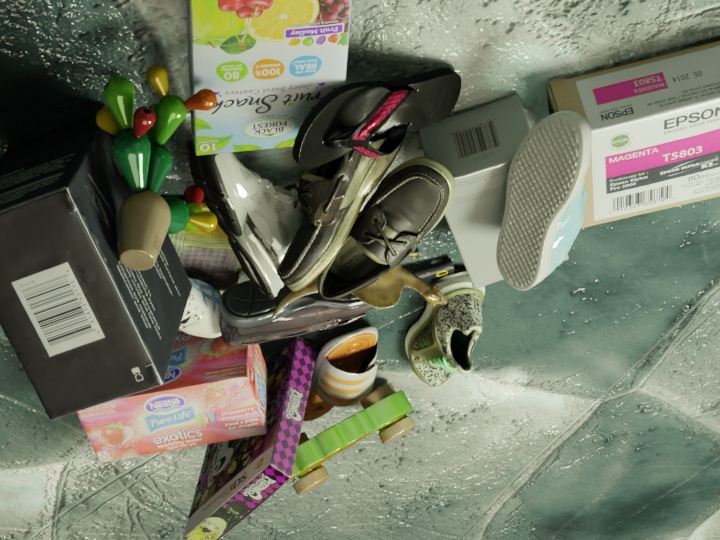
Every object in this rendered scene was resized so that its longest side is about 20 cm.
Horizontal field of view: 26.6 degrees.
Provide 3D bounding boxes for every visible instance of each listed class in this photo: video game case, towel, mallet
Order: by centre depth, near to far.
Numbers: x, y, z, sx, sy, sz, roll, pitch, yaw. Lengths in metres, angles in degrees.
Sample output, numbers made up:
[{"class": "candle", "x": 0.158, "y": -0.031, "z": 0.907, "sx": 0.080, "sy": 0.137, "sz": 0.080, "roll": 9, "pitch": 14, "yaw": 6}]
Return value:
[{"class": "towel", "x": -0.212, "y": -0.024, "z": 1.574, "sx": 0.197, "sy": 0.023, "sz": 0.144, "roll": 2, "pitch": 143, "yaw": -19}, {"class": "mallet", "x": 0.009, "y": 0.028, "z": 1.705, "sx": 0.197, "sy": 0.042, "sz": 0.066, "roll": -12, "pitch": 146, "yaw": -7}, {"class": "video game case", "x": -0.126, "y": 0.199, "z": 1.756, "sx": 0.036, "sy": 0.201, "sz": 0.181, "roll": 33, "pitch": 129, "yaw": -19}]

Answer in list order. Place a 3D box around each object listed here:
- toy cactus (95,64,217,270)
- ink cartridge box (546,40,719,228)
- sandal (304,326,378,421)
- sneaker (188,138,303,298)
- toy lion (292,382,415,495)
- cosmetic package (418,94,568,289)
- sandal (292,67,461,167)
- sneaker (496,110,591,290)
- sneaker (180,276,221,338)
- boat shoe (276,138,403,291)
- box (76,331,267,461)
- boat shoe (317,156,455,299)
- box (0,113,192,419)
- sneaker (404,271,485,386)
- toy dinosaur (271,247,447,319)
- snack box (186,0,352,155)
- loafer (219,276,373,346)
[{"class": "toy cactus", "x": -0.175, "y": -0.075, "z": 1.336, "sx": 0.101, "sy": 0.167, "sz": 0.201, "roll": 0, "pitch": 146, "yaw": 6}, {"class": "ink cartridge box", "x": 0.294, "y": -0.135, "z": 1.531, "sx": 0.197, "sy": 0.076, "sz": 0.165, "roll": -13, "pitch": 146, "yaw": 3}, {"class": "sandal", "x": -0.019, "y": 0.138, "z": 1.810, "sx": 0.078, "sy": 0.060, "sz": 0.207, "roll": -16, "pitch": 153, "yaw": -28}, {"class": "sneaker", "x": -0.091, "y": -0.079, "z": 1.516, "sx": 0.115, "sy": 0.076, "sz": 0.202, "roll": -37, "pitch": 131, "yaw": -14}, {"class": "toy lion", "x": -0.026, "y": 0.199, "z": 1.797, "sx": 0.198, "sy": 0.069, "sz": 0.192, "roll": -29, "pitch": 173, "yaw": -9}, {"class": "cosmetic package", "x": 0.139, "y": -0.076, "z": 1.561, "sx": 0.111, "sy": 0.082, "sz": 0.201, "roll": -16, "pitch": 146, "yaw": 6}, {"class": "sandal", "x": 0.024, "y": -0.139, "z": 1.402, "sx": 0.198, "sy": 0.045, "sz": 0.076, "roll": -21, "pitch": 141, "yaw": -32}, {"class": "sneaker", "x": 0.186, "y": -0.077, "z": 1.467, "sx": 0.082, "sy": 0.074, "sz": 0.202, "roll": -33, "pitch": 151, "yaw": -42}, {"class": "sneaker", "x": -0.204, "y": 0.032, "z": 1.574, "sx": 0.071, "sy": 0.073, "sz": 0.199, "roll": -30, "pitch": 142, "yaw": 21}, {"class": "boat shoe", "x": -0.031, "y": -0.077, "z": 1.475, "sx": 0.064, "sy": 0.073, "sz": 0.202, "roll": 31, "pitch": 90, "yaw": -23}, {"class": "box", "x": -0.208, "y": 0.132, "z": 1.693, "sx": 0.197, "sy": 0.103, "sz": 0.095, "roll": -10, "pitch": 132, "yaw": 6}, {"class": "boat shoe", "x": 0.022, "y": -0.032, "z": 1.490, "sx": 0.071, "sy": 0.066, "sz": 0.201, "roll": 37, "pitch": 135, "yaw": -11}, {"class": "box", "x": -0.251, "y": -0.009, "z": 1.368, "sx": 0.116, "sy": 0.201, "sz": 0.199, "roll": -18, "pitch": 113, "yaw": 11}, {"class": "sneaker", "x": 0.101, "y": 0.090, "z": 1.767, "sx": 0.076, "sy": 0.090, "sz": 0.201, "roll": -4, "pitch": 144, "yaw": -12}, {"class": "toy dinosaur", "x": 0.000, "y": 0.000, "z": 1.601, "sx": 0.197, "sy": 0.102, "sz": 0.059, "roll": -1, "pitch": 142, "yaw": -18}, {"class": "snack box", "x": -0.083, "y": -0.191, "z": 1.356, "sx": 0.140, "sy": 0.054, "sz": 0.201, "roll": -5, "pitch": 145, "yaw": -9}, {"class": "loafer", "x": -0.060, "y": 0.036, "z": 1.637, "sx": 0.197, "sy": 0.072, "sz": 0.063, "roll": -11, "pitch": 140, "yaw": -22}]
